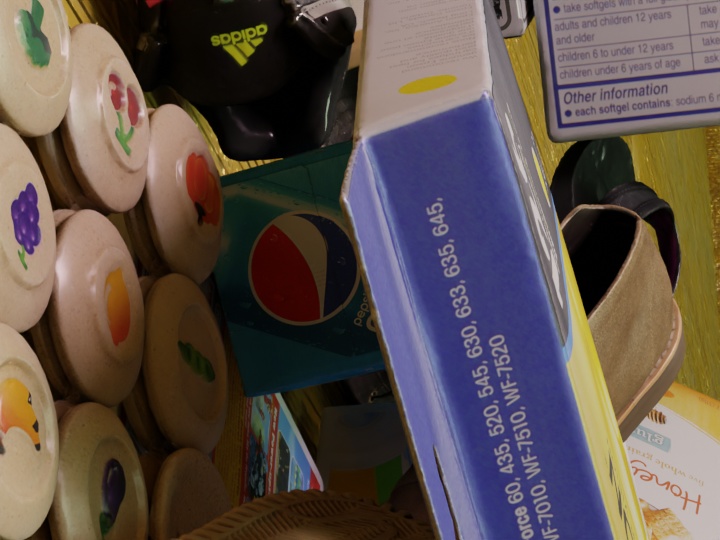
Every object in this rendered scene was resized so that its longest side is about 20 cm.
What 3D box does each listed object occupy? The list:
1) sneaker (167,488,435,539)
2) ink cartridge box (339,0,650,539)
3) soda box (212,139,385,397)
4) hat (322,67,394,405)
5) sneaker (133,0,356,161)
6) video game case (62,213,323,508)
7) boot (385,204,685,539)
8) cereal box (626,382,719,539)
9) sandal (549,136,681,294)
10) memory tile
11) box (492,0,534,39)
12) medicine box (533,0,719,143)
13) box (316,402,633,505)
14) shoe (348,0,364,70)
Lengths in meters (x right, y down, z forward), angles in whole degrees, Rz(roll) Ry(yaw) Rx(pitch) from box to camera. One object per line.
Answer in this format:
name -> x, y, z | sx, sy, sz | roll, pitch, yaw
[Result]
sneaker -> -0.050, 0.121, 0.559 | 0.200, 0.071, 0.113 | -7, 117, -57
ink cartridge box -> 0.043, 0.035, 0.650 | 0.200, 0.047, 0.198 | -90, 164, -71
soda box -> 0.000, 0.000, 0.812 | 0.200, 0.064, 0.068 | 5, 71, -82
hat -> 0.038, -0.005, 1.006 | 0.201, 0.081, 0.201 | -7, 90, -79
sneaker -> -0.039, -0.096, 0.711 | 0.200, 0.074, 0.088 | 70, 11, -63
video game case -> -0.046, 0.074, 0.727 | 0.200, 0.017, 0.143 | 67, 21, -52
boot -> 0.045, 0.060, 0.820 | 0.200, 0.073, 0.076 | -57, 153, -28
cereal box -> 0.099, 0.108, 1.069 | 0.200, 0.144, 0.040 | -72, -173, -55
sandal -> 0.099, 0.008, 0.985 | 0.201, 0.048, 0.075 | -62, 140, -56
memory tile -> -0.074, -0.001, 0.587 | 0.200, 0.017, 0.154 | 47, 38, -60
box -> 0.044, -0.169, 1.047 | 0.200, 0.060, 0.117 | -60, 142, -71
medicine box -> 0.159, -0.163, 1.000 | 0.103, 0.182, 0.200 | -41, 125, -76
box -> 0.040, 0.152, 0.860 | 0.101, 0.112, 0.200 | 72, 18, -47
shoe -> 0.038, -0.127, 0.910 | 0.053, 0.200, 0.070 | 60, -21, -6
